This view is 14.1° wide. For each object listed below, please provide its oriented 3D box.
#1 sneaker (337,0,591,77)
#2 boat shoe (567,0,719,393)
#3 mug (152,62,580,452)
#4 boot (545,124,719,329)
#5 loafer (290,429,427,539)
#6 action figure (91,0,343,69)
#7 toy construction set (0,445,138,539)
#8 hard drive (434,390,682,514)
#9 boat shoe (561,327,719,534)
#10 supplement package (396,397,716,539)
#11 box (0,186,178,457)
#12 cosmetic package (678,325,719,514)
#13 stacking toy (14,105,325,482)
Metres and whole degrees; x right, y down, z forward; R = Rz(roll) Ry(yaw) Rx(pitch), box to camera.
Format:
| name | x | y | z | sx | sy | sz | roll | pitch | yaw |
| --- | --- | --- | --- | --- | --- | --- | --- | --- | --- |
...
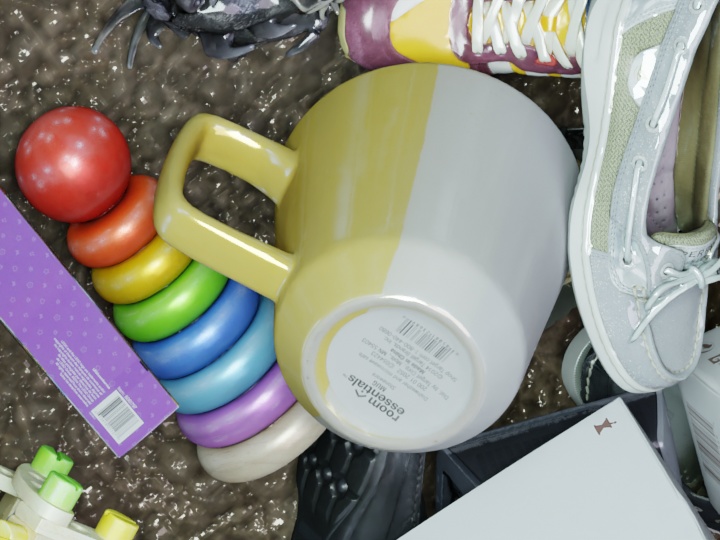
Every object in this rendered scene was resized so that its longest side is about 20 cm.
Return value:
| name | x | y | z | sx | sy | sz | roll | pitch | yaw |
| --- | --- | --- | --- | --- | --- | --- | --- | --- | --- |
| sneaker | 0.090 | -0.127 | 1.402 | 0.199 | 0.090 | 0.075 | -11 | 112 | -22 |
| boat shoe | 0.143 | -0.040 | 1.352 | 0.074 | 0.065 | 0.203 | -9 | 104 | -48 |
| mug | 0.006 | 0.007 | 1.343 | 0.186 | 0.153 | 0.150 | -4 | 122 | 11 |
| boot | 0.094 | -0.060 | 1.418 | 0.200 | 0.078 | 0.138 | -37 | 116 | 9 |
| loafer | 0.004 | 0.127 | 1.469 | 0.070 | 0.068 | 0.201 | 1 | 113 | -34 |
| action figure | -0.031 | -0.155 | 1.328 | 0.199 | 0.102 | 0.119 | -14 | 159 | 20 |
| toy construction set | -0.197 | 0.092 | 1.321 | 0.092 | 0.131 | 0.200 | -47 | 120 | -4 |
| hard drive | 0.110 | 0.160 | 1.510 | 0.134 | 0.042 | 0.201 | -14 | 127 | -9 |
| boat shoe | 0.188 | 0.098 | 1.546 | 0.200 | 0.060 | 0.076 | 32 | 93 | -30 |
| supplement package | 0.138 | 0.213 | 1.408 | 0.147 | 0.191 | 0.200 | -33 | 128 | 5 |
| box | -0.170 | -0.019 | 1.291 | 0.039 | 0.137 | 0.200 | -40 | 120 | -6 |
| cosmetic package | 0.268 | 0.054 | 1.487 | 0.199 | 0.074 | 0.102 | -24 | 118 | -11 |
| stacking toy | -0.094 | 0.005 | 1.377 | 0.085 | 0.085 | 0.200 | -41 | 113 | -7 |
